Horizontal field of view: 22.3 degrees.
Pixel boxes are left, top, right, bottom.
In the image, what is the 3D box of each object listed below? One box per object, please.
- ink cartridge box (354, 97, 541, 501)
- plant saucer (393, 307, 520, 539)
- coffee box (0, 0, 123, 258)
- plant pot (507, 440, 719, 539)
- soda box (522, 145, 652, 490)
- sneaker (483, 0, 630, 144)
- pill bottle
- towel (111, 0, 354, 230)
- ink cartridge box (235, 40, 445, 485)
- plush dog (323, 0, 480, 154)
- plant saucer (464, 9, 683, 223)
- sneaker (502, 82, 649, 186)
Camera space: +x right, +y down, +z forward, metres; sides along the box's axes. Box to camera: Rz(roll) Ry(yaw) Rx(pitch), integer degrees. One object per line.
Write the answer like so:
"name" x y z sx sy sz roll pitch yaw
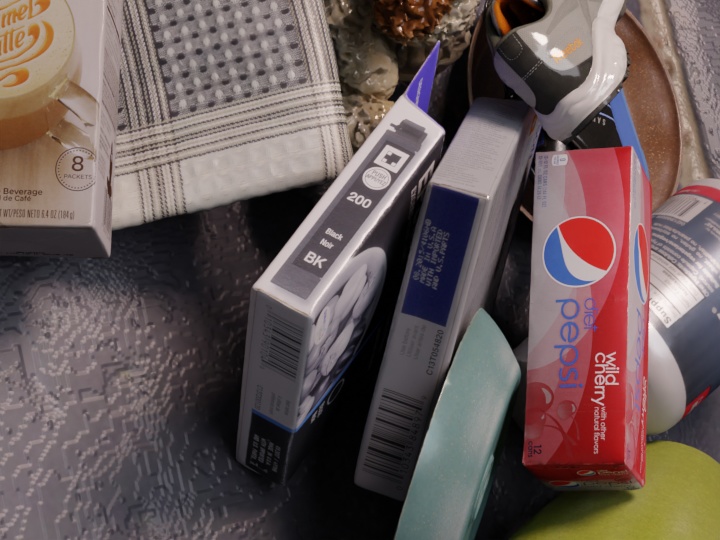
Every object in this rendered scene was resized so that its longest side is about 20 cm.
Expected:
"ink cartridge box" 0.056 0.004 1.082 0.040 0.200 0.200 17 26 9
"plant saucer" 0.056 0.122 1.063 0.036 0.200 0.201 18 62 9
"coffee box" -0.187 -0.113 0.974 0.114 0.080 0.201 1 79 -1
"plant pot" 0.168 0.201 1.145 0.187 0.187 0.200 53 39 -12
"soda box" 0.139 0.029 1.108 0.070 0.063 0.201 45 45 -63
"sneaker" 0.113 -0.156 1.096 0.079 0.074 0.200 37 25 -18
"pill bottle" 0.192 0.039 1.217 0.200 0.119 0.120 -37 100 -23
"towel" -0.116 -0.123 1.031 0.199 0.035 0.193 -12 84 0
"ink cartridge box" 0.000 0.000 1.048 0.043 0.198 0.200 28 59 12
"plush dog" 0.017 -0.176 1.099 0.161 0.172 0.200 49 39 -13
"plant saucer" 0.143 -0.108 1.280 0.200 0.037 0.201 10 73 -34
"sneaker" 0.125 -0.121 1.205 0.078 0.070 0.201 -26 94 -43
